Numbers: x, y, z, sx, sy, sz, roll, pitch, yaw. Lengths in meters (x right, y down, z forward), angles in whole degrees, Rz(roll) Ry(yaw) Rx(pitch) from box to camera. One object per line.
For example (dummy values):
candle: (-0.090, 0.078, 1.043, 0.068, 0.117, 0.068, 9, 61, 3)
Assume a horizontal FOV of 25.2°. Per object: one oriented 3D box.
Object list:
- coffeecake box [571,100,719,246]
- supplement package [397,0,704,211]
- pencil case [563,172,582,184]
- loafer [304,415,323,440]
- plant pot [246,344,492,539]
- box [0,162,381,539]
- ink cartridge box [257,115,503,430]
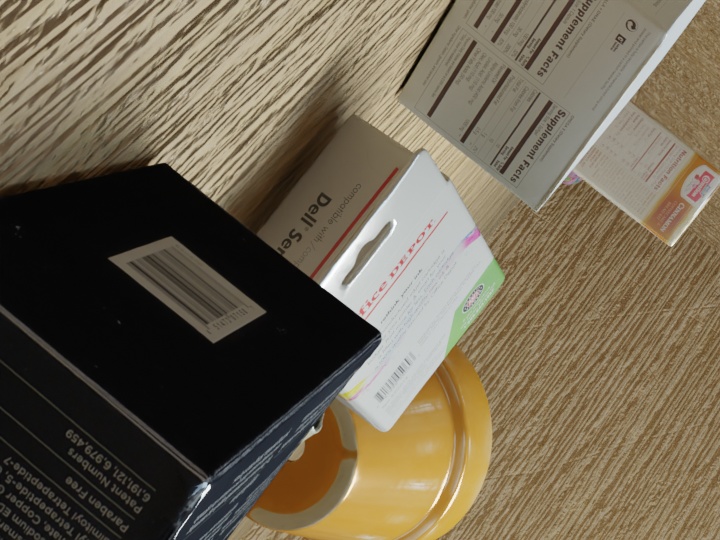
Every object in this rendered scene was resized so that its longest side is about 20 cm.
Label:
coffeecake box: (0.193, -0.111, 1.305, 0.073, 0.199, 0.153, -52, 175, 8)
supplement package: (0.139, -0.163, 0.969, 0.200, 0.111, 0.156, -46, 172, -44)
pencil case: (0.445, -0.236, 3.341, 0.088, 0.087, 0.200, -51, 174, -8)
loafer: (-0.062, 0.099, 1.062, 0.201, 0.068, 0.076, -64, 172, 6)
plant pot: (-0.019, 0.133, 1.267, 0.201, 0.200, 0.183, -53, 160, 15)
box: (-0.103, 0.075, 0.492, 0.183, 0.104, 0.200, -54, 174, 13)
ink cartridge box: (0.000, 0.000, 0.845, 0.117, 0.067, 0.200, -51, 157, -6)
